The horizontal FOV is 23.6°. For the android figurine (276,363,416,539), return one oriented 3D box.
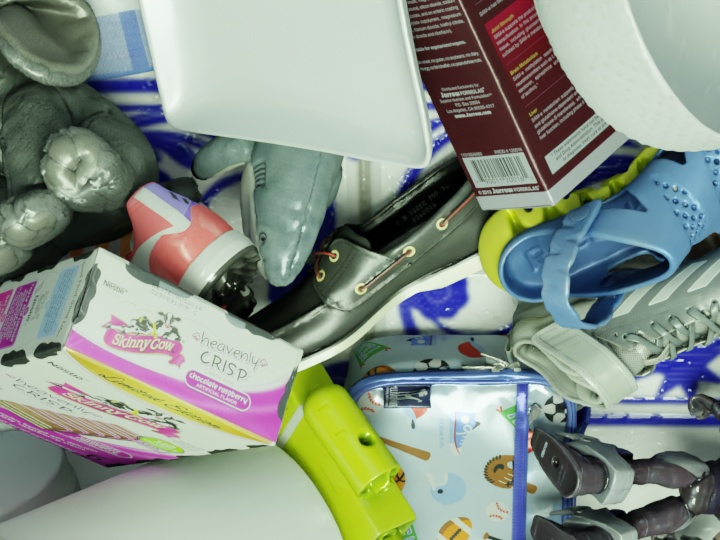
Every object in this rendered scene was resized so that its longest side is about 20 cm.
[{"bbox_3d":[-0.033,0.135,1.067,0.200,0.041,0.182,57,143,18],"label":"android figurine"}]

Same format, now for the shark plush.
[{"bbox_3d":[-0.010,-0.089,1.002,0.091,0.083,0.200,33,101,-28],"label":"shark plush"}]

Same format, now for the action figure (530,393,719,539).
[{"bbox_3d":[0.201,0.134,1.067,0.200,0.069,0.130,0,106,-29],"label":"action figure"}]

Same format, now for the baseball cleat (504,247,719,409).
[{"bbox_3d":[0.182,0.037,1.008,0.200,0.106,0.070,-5,137,31],"label":"baseball cleat"}]

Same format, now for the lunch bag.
[{"bbox_3d":[0.066,0.133,1.099,0.160,0.076,0.200,1,115,2],"label":"lunch bag"}]

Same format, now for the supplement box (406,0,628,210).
[{"bbox_3d":[0.078,-0.145,0.950,0.061,0.109,0.200,-1,122,50],"label":"supplement box"}]

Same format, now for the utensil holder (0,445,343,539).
[{"bbox_3d":[-0.126,0.200,1.015,0.200,0.170,0.170,-21,124,-35],"label":"utensil holder"}]

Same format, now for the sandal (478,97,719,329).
[{"bbox_3d":[0.166,-0.025,0.969,0.200,0.087,0.079,-31,121,12],"label":"sandal"}]

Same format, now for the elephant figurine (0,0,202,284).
[{"bbox_3d":[-0.207,-0.104,0.983,0.141,0.155,0.200,-30,80,-2],"label":"elephant figurine"}]

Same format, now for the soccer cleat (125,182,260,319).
[{"bbox_3d":[-0.106,0.007,1.021,0.073,0.200,0.068,43,72,7],"label":"soccer cleat"}]

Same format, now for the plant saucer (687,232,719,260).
[{"bbox_3d":[0.277,-0.058,1.018,0.200,0.034,0.200,2,113,5],"label":"plant saucer"}]

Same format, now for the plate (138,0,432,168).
[{"bbox_3d":[-0.047,-0.162,0.933,0.200,0.032,0.200,12,124,39],"label":"plate"}]

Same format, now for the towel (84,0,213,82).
[{"bbox_3d":[-0.130,-0.210,0.991,0.147,0.024,0.200,-8,113,9],"label":"towel"}]

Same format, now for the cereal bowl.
[{"bbox_3d":[0.149,-0.156,0.910,0.083,0.200,0.200,-11,115,39],"label":"cereal bowl"}]

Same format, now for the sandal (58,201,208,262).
[{"bbox_3d":[-0.190,-0.009,1.064,0.207,0.059,0.079,4,114,3],"label":"sandal"}]

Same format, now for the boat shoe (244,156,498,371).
[{"bbox_3d":[-0.001,-0.001,1.032,0.201,0.074,0.063,-31,114,-1],"label":"boat shoe"}]

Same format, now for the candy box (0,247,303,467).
[{"bbox_3d":[-0.145,0.056,0.973,0.136,0.061,0.200,28,155,-28],"label":"candy box"}]

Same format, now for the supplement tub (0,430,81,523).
[{"bbox_3d":[-0.226,0.222,1.132,0.132,0.132,0.200,-11,112,10],"label":"supplement tub"}]
